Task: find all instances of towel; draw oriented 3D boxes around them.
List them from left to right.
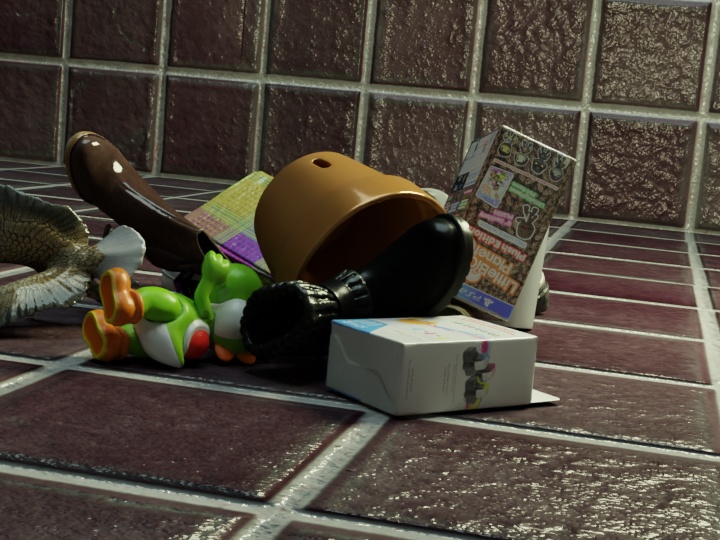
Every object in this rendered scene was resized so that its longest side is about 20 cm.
[{"bbox_3d":[-0.112,-0.051,1.527,0.143,0.023,0.200,-35,45,-31],"label":"towel"}]

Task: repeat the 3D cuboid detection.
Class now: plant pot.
[{"bbox_3d":[-0.022,-0.033,1.371,0.200,0.201,0.140,-1,34,-39],"label":"plant pot"}]

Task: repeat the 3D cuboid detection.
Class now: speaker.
[{"bbox_3d":[0.195,-0.028,1.632,0.081,0.201,0.081,9,3,0],"label":"speaker"}]

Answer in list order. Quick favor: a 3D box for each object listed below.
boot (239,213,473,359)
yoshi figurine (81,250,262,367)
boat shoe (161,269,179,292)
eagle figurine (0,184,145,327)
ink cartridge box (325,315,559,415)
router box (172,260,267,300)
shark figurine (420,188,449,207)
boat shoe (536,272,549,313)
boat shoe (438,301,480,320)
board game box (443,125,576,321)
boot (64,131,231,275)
[{"bbox_3d":[-0.003,0.018,1.236,0.158,0.211,0.080,12,40,-45],"label":"boot"},{"bbox_3d":[-0.170,0.035,1.276,0.199,0.112,0.112,4,0,-33],"label":"yoshi figurine"},{"bbox_3d":[-0.193,0.002,1.644,0.072,0.069,0.200,1,9,-29],"label":"boat shoe"},{"bbox_3d":[-0.340,0.001,1.367,0.200,0.151,0.152,13,11,-38],"label":"eagle figurine"},{"bbox_3d":[0.082,0.084,1.199,0.200,0.068,0.115,0,9,-36],"label":"ink cartridge box"},{"bbox_3d":[-0.109,-0.019,1.554,0.149,0.051,0.200,10,42,28],"label":"router box"},{"bbox_3d":[0.094,-0.059,1.639,0.089,0.128,0.215,16,43,-37],"label":"shark figurine"},{"bbox_3d":[0.169,0.028,1.799,0.199,0.057,0.067,5,42,32],"label":"boat shoe"},{"bbox_3d":[0.041,0.051,1.462,0.200,0.072,0.068,19,9,23],"label":"boat shoe"},{"bbox_3d":[0.150,-0.051,1.498,0.097,0.201,0.159,24,-3,-6],"label":"board game box"},{"bbox_3d":[-0.233,-0.070,1.453,0.166,0.072,0.200,19,-28,39],"label":"boot"}]
